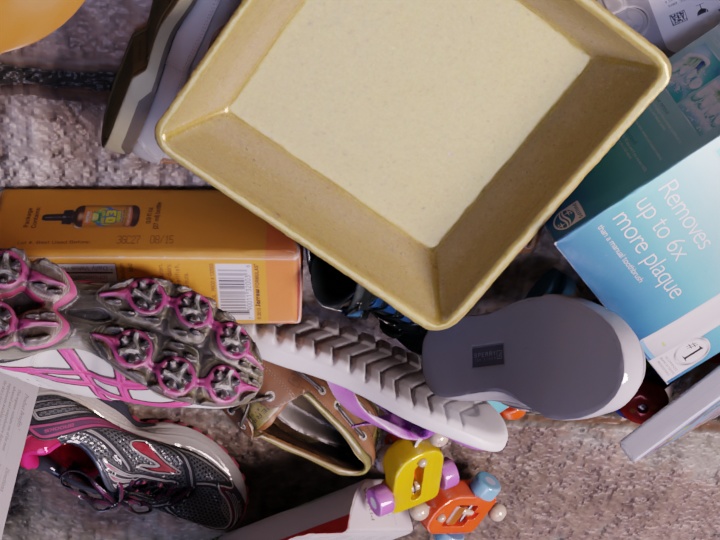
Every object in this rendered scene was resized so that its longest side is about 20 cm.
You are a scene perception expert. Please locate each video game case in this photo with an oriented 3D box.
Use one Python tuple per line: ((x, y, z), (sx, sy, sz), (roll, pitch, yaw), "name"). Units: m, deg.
((0.257, 0.065, 0.846), (0.143, 0.017, 0.200), (-43, 162, 24), "video game case")

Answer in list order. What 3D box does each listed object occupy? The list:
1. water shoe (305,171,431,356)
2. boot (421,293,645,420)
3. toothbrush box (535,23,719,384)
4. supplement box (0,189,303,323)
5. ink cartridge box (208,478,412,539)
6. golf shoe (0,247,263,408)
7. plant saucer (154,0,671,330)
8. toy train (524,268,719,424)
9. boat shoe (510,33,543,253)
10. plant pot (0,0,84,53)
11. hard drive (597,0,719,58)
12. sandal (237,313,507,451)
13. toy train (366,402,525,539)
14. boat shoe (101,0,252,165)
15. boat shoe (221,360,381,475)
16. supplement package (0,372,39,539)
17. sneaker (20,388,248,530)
((0.000, 0.000, 0.817), (0.071, 0.079, 0.200), (24, 152, 38), "water shoe")
((0.126, 0.052, 0.780), (0.095, 0.200, 0.074), (2, 88, -28), "boot")
((0.214, -0.050, 0.731), (0.200, 0.085, 0.146), (-34, 127, 13), "toothbrush box")
((-0.137, -0.009, 0.834), (0.200, 0.067, 0.069), (2, 134, -2), "supplement box")
((-0.069, 0.201, 0.963), (0.161, 0.050, 0.200), (-24, 160, 18), "ink cartridge box")
((-0.159, 0.043, 0.799), (0.200, 0.073, 0.092), (18, 153, -13), "golf shoe")
((0.025, -0.095, 0.687), (0.200, 0.048, 0.200), (34, 113, -13), "plant saucer")
((0.206, 0.002, 0.849), (0.116, 0.085, 0.200), (35, 122, -11), "toy train")
((0.098, -0.087, 0.774), (0.072, 0.076, 0.200), (1, 134, -16), "boat shoe")
((-0.235, -0.164, 0.631), (0.200, 0.200, 0.183), (25, 142, -21), "plant pot")
((0.191, -0.185, 0.710), (0.140, 0.038, 0.200), (-20, 129, 16), "hard drive")
((0.002, 0.078, 0.863), (0.202, 0.082, 0.050), (25, 111, 10), "sandal")
((0.077, 0.125, 0.967), (0.150, 0.056, 0.200), (5, 125, -40), "toy train")
((-0.083, -0.139, 0.725), (0.068, 0.075, 0.200), (15, 136, -22), "boat shoe")
((-0.065, 0.080, 0.909), (0.200, 0.068, 0.072), (28, 125, -23), "boat shoe")
((-0.306, 0.120, 0.851), (0.111, 0.200, 0.156), (36, 122, -27), "supplement package")
((-0.174, 0.151, 0.964), (0.200, 0.075, 0.081), (30, 123, -26), "sneaker")
